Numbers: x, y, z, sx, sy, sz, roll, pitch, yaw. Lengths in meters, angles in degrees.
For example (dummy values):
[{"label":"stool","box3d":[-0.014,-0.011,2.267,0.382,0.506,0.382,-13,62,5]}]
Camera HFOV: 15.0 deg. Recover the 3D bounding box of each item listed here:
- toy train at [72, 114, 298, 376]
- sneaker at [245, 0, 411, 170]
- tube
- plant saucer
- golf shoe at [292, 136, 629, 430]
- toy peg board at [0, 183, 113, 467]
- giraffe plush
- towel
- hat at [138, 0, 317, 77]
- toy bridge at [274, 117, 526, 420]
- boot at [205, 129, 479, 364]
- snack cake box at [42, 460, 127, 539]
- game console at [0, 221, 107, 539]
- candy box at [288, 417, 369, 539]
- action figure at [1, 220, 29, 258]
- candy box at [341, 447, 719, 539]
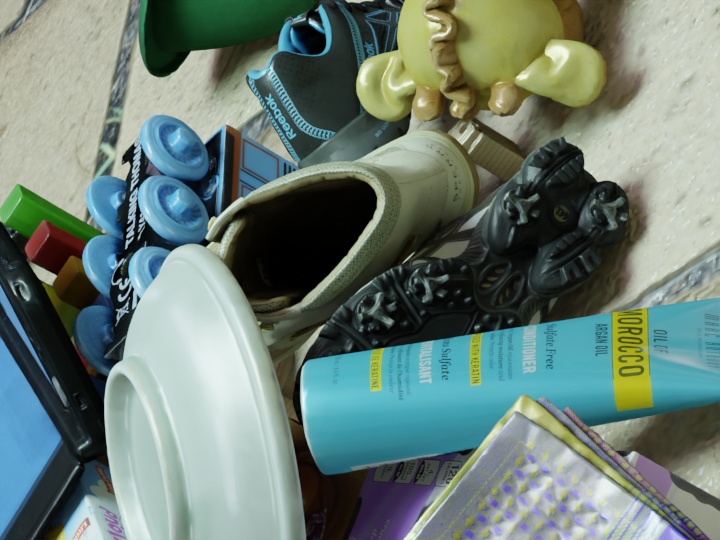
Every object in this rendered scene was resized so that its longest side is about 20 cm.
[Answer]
[{"label":"toy train","box3d":[-0.093,-0.001,1.531,0.087,0.114,0.201,-44,31,35]},{"label":"sneaker","box3d":[0.005,-0.121,1.465,0.073,0.082,0.200,-35,12,33]},{"label":"tube","box3d":[0.075,0.048,1.174,0.199,0.051,0.078,-10,36,10]},{"label":"plant saucer","box3d":[-0.080,0.091,1.256,0.200,0.050,0.202,169,90,-72]},{"label":"golf shoe","box3d":[0.042,0.024,1.284,0.200,0.078,0.094,-37,-2,-25]},{"label":"toy peg board","box3d":[-0.200,0.060,1.677,0.201,0.097,0.199,-56,27,11]},{"label":"giraffe plush","box3d":[0.071,-0.156,1.379,0.172,0.199,0.163,-7,87,54]},{"label":"towel","box3d":[0.086,0.154,1.046,0.144,0.023,0.200,-46,57,-2]},{"label":"hat","box3d":[-0.028,-0.175,1.693,0.200,0.175,0.167,67,-136,-76]},{"label":"toy bridge","box3d":[0.000,0.000,1.423,0.200,0.067,0.027,-52,28,17]},{"label":"boot","box3d":[-0.046,0.003,1.325,0.199,0.072,0.155,-33,-3,19]},{"label":"snack cake box","box3d":[-0.180,0.216,1.527,0.200,0.067,0.115,-54,27,12]},{"label":"game console","box3d":[-0.223,0.058,1.545,0.116,0.177,0.200,-29,33,-9]},{"label":"candy box","box3d":[-0.038,0.182,1.329,0.117,0.056,0.201,19,83,62]},{"label":"action figure","box3d":[-0.295,0.029,1.830,0.200,0.118,0.102,-56,-11,-48]},{"label":"candy box","box3d":[0.056,0.163,1.165,0.200,0.071,0.169,-4,60,59]}]
